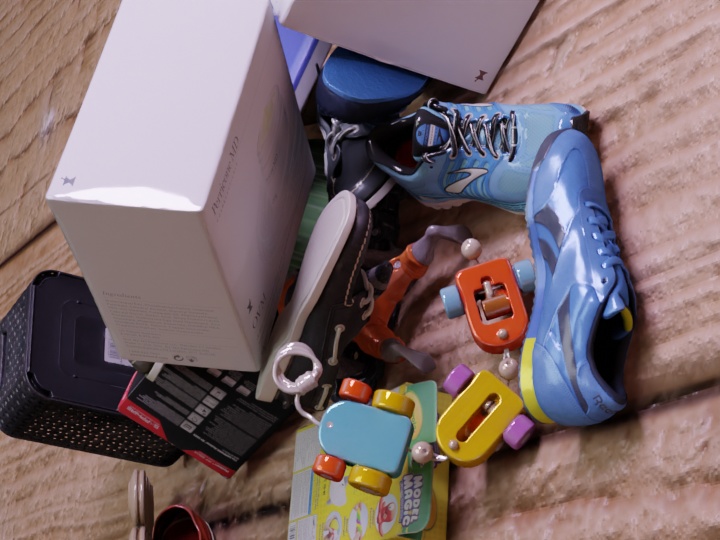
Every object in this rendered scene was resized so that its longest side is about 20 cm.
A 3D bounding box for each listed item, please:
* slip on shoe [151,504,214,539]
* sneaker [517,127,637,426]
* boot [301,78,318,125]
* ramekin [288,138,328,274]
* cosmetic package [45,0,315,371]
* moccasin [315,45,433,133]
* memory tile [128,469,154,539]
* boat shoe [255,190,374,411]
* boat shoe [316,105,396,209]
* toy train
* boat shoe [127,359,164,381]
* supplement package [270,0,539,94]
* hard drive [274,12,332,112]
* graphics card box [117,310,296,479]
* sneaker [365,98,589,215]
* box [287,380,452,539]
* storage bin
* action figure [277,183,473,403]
[{"bbox_3d":[-0.157,0.296,1.459,0.061,0.073,0.202,68,-170,-48],"label":"slip on shoe"},{"bbox_3d":[0.150,0.001,1.061,0.078,0.066,0.203,-15,64,46],"label":"sneaker"},{"bbox_3d":[-0.059,-0.155,1.514,0.200,0.075,0.075,-162,84,-69],"label":"boot"},{"bbox_3d":[-0.094,-0.032,1.485,0.200,0.097,0.202,-37,45,49],"label":"ramekin"},{"bbox_3d":[-0.124,-0.066,1.226,0.201,0.121,0.201,74,-155,-53],"label":"cosmetic package"},{"bbox_3d":[0.019,-0.142,1.294,0.069,0.080,0.200,-59,-13,29],"label":"moccasin"},{"bbox_3d":[-0.202,0.268,1.520,0.200,0.017,0.155,110,158,-76],"label":"memory tile"},{"bbox_3d":[-0.022,0.028,1.202,0.074,0.060,0.201,-88,17,-53],"label":"boat shoe"},{"bbox_3d":[-0.011,-0.098,1.338,0.073,0.062,0.201,-39,20,17],"label":"boat shoe"},{"bbox_3d":[0.046,0.076,1.157,0.056,0.198,0.152,67,-179,-68],"label":"toy train"},{"bbox_3d":[-0.187,0.023,1.419,0.072,0.060,0.202,-55,20,23],"label":"boat shoe"},{"bbox_3d":[0.026,-0.273,1.280,0.148,0.189,0.201,-59,32,28],"label":"supplement package"},{"bbox_3d":[-0.096,-0.136,1.419,0.132,0.025,0.202,23,87,56],"label":"hard drive"},{"bbox_3d":[-0.114,0.089,1.428,0.200,0.125,0.051,-48,14,43],"label":"graphics card box"},{"bbox_3d":[0.079,-0.085,1.185,0.199,0.089,0.079,-7,70,48],"label":"sneaker"},{"bbox_3d":[0.011,0.159,1.252,0.200,0.048,0.119,-30,51,57],"label":"box"},{"bbox_3d":[-0.242,0.096,1.587,0.094,0.198,0.137,-41,42,46],"label":"storage bin"},{"bbox_3d":[0.000,0.000,1.297,0.192,0.104,0.203,-9,69,50],"label":"action figure"}]
